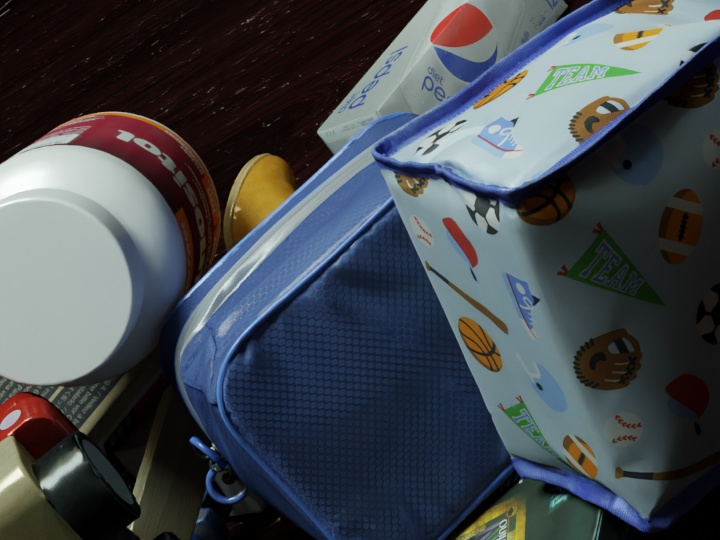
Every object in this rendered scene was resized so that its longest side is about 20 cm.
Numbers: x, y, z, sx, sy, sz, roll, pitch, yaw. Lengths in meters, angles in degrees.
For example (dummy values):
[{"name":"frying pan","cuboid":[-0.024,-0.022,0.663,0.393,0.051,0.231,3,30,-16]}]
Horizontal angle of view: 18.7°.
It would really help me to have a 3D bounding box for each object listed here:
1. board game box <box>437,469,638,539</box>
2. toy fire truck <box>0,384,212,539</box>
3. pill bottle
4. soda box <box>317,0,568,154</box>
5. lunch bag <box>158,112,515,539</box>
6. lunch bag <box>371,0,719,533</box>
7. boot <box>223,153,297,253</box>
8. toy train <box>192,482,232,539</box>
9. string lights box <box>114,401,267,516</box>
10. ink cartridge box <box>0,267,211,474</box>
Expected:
[{"name":"board game box","cuboid":[0.055,0.129,0.919,0.135,0.028,0.200,-28,20,28]},{"name":"toy fire truck","cuboid":[-0.117,0.116,1.012,0.128,0.176,0.200,-39,26,1]},{"name":"pill bottle","cuboid":[-0.133,-0.009,1.050,0.113,0.113,0.200,-35,7,10]},{"name":"soda box","cuboid":[0.058,-0.138,1.490,0.068,0.064,0.200,-14,30,50]},{"name":"lunch bag","cuboid":[0.007,0.033,0.981,0.200,0.136,0.132,-41,17,-7]},{"name":"lunch bag","cuboid":[0.135,-0.024,0.877,0.199,0.171,0.124,-35,29,-21]},{"name":"boot","cuboid":[0.000,0.000,1.151,0.143,0.071,0.202,-6,34,10]},{"name":"toy train","cuboid":[-0.109,0.175,1.089,0.046,0.034,0.201,-9,40,33]},{"name":"string lights box","cuboid":[-0.038,0.048,1.234,0.200,0.059,0.103,-49,18,-29]},{"name":"ink cartridge box","cuboid":[-0.154,0.065,1.248,0.165,0.075,0.200,-50,-7,-12]}]
